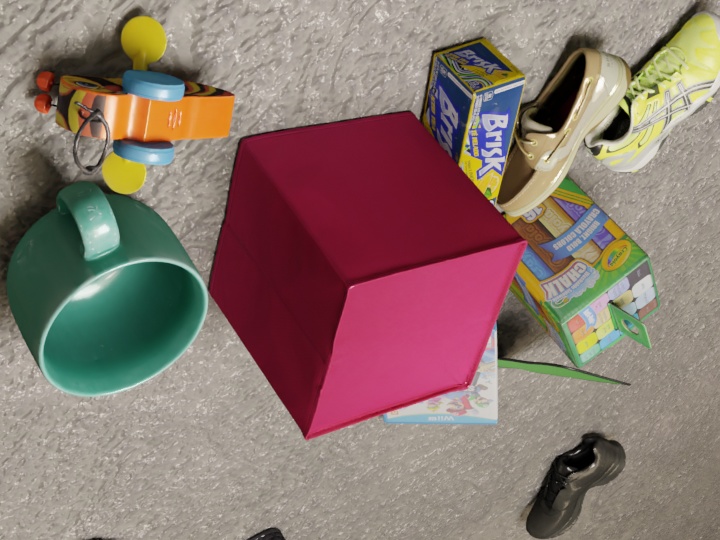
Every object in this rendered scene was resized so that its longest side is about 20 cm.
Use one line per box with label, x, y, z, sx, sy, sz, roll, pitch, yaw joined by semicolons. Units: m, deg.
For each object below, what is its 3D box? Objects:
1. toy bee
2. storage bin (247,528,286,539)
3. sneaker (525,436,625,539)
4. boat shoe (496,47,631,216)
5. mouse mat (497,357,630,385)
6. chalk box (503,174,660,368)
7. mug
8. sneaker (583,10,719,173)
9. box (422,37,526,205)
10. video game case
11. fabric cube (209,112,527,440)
toy bee;-0.186;-0.132;0.952;0.132;0.108;0.200;-69;158;-2
storage bin;-0.135;0.445;1.641;0.134;0.094;0.201;-26;143;-17
sneaker;0.319;0.331;1.949;0.091;0.076;0.201;30;101;-43
boat shoe;0.191;-0.146;1.288;0.066;0.074;0.201;18;117;-36
mouse mat;0.208;0.117;1.514;0.160;0.199;0.008;18;81;-50
chalk box;0.248;0.015;1.396;0.124;0.200;0.125;-36;145;-2
mug;-0.212;0.000;1.046;0.151;0.115;0.186;3;128;-43
sneaker;0.318;-0.188;1.340;0.076;0.076;0.201;7;124;-46
box;0.101;-0.121;1.225;0.064;0.070;0.201;-21;142;-25
video game case;0.090;0.122;1.473;0.142;0.018;0.201;-1;142;6
fabric cube;0.000;0.000;1.161;0.195;0.200;0.201;-14;139;-32
